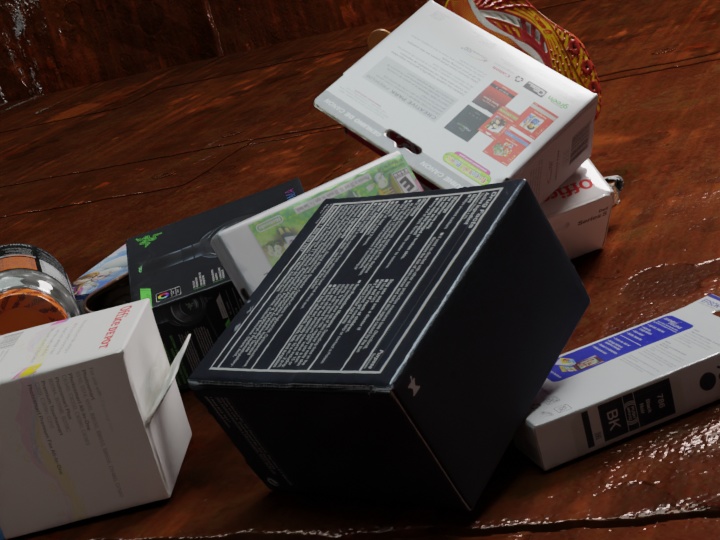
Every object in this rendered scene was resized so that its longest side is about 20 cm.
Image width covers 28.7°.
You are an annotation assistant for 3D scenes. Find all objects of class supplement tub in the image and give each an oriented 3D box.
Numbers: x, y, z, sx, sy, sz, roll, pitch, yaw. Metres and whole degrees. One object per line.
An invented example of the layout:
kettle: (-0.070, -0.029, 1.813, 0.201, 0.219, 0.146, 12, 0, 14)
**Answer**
supplement tub: (-0.350, 0.048, 1.440, 0.121, 0.124, 0.200, -18, 16, -10)

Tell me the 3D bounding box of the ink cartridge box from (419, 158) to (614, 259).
ink cartridge box: (0.131, -0.093, 1.359, 0.144, 0.084, 0.201, -20, 53, -14)

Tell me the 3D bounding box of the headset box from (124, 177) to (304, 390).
headset box: (-0.126, 0.013, 1.338, 0.198, 0.094, 0.174, -19, 27, -1)

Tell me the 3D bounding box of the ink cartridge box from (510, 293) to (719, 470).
ink cartridge box: (0.193, 0.076, 0.997, 0.198, 0.040, 0.099, -21, 17, -12)

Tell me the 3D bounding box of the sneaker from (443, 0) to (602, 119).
sneaker: (0.171, -0.224, 1.445, 0.073, 0.200, 0.077, -51, 13, -24)

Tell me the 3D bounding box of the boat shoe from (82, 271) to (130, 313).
boat shoe: (-0.195, 0.014, 1.455, 0.198, 0.073, 0.072, -15, -17, 16)

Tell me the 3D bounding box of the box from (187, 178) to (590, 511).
box: (0.023, 0.051, 0.986, 0.197, 0.124, 0.201, -3, 41, 45)

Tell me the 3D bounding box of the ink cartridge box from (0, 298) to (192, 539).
ink cartridge box: (-0.225, 0.114, 1.097, 0.198, 0.127, 0.129, -14, 16, 6)

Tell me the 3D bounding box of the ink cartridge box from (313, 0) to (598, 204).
ink cartridge box: (0.083, -0.129, 1.280, 0.199, 0.084, 0.175, 35, 61, 26)

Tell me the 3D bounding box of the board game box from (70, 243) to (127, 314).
board game box: (-0.221, 0.000, 1.618, 0.198, 0.044, 0.199, -9, 17, 23)

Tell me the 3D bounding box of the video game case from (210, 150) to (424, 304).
video game case: (0.003, 0.015, 1.139, 0.199, 0.183, 0.022, -27, -8, -34)

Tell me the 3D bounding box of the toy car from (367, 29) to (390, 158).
toy car: (0.058, -0.173, 1.577, 0.183, 0.201, 0.177, -21, -13, -39)

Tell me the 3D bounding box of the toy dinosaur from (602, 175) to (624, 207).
toy dinosaur: (0.182, -0.088, 1.465, 0.198, 0.103, 0.136, 14, 45, 25)
